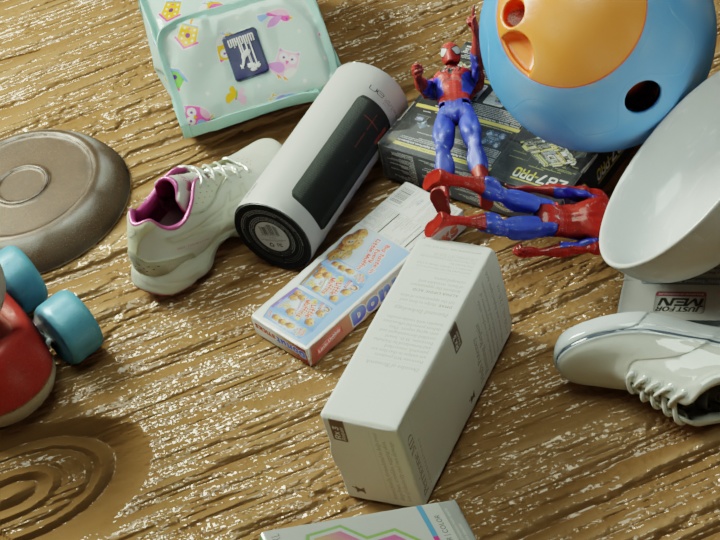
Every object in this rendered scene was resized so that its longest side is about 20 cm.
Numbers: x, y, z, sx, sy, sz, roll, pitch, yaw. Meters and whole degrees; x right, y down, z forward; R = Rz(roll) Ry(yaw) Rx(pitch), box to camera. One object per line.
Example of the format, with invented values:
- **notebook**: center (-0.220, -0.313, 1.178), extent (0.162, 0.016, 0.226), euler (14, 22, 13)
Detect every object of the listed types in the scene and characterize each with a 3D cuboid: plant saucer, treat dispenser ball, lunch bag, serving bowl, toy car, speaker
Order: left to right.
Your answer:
- **toy car**: center (-0.349, 0.022, 1.642), extent (0.184, 0.200, 0.177), euler (-36, 47, -21)
- **plant saucer**: center (-0.319, -0.072, 1.854), extent (0.199, 0.032, 0.201), euler (-9, 43, 8)
- **lunch bag**: center (-0.120, -0.226, 1.889), extent (0.170, 0.122, 0.200), euler (-17, 51, -5)
- **speaker**: center (-0.034, -0.098, 1.761), extent (0.081, 0.081, 0.200), euler (13, 50, 27)
- **treat dispenser ball**: center (0.200, -0.201, 1.644), extent (0.200, 0.201, 0.201), euler (-8, 44, 8)
- **serving bowl**: center (0.276, -0.067, 1.515), extent (0.200, 0.066, 0.200), euler (-49, 16, 19)

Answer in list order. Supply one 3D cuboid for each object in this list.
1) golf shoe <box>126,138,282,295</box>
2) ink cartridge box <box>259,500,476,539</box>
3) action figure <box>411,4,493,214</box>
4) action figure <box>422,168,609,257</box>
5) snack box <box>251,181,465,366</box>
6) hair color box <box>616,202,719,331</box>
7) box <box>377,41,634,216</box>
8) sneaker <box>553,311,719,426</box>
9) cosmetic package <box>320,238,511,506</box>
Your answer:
- **golf shoe**: center (-0.135, -0.065, 1.750), extent (0.075, 0.092, 0.200), euler (20, 52, 33)
- **ink cartridge box**: center (-0.011, 0.223, 1.313), extent (0.199, 0.060, 0.104), euler (-7, 35, -18)
- **action figure**: center (0.080, -0.151, 1.706), extent (0.065, 0.099, 0.200), euler (-9, 42, 7)
- **action figure**: center (0.146, -0.045, 1.624), extent (0.199, 0.052, 0.066), euler (7, 67, -23)
- **snack box**: center (0.000, 0.000, 1.691), extent (0.072, 0.024, 0.200), euler (29, 59, 36)
- **hair color box**: center (0.276, -0.013, 1.598), extent (0.099, 0.061, 0.200), euler (1, 45, 18)
- **box**: center (0.141, -0.125, 1.761), extent (0.199, 0.049, 0.161), euler (18, 51, 30)
- **sneaker**: center (0.244, 0.081, 1.504), extent (0.199, 0.073, 0.071), euler (1, 45, 19)
- **cosmetic package**: center (0.048, 0.079, 1.542), extent (0.074, 0.102, 0.200), euler (8, 49, 25)
